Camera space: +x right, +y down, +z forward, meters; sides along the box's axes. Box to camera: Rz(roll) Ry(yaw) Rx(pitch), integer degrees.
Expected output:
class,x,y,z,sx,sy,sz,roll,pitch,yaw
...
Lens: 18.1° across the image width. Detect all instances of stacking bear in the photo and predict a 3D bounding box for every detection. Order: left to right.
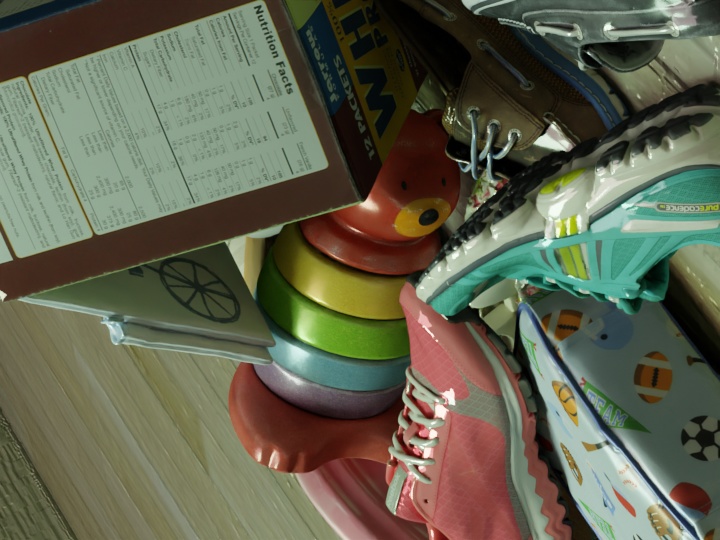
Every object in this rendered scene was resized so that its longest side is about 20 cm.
class,x,y,z,sx,sy,sz,roll,pitch,yaw
stacking bear,0.000,0.000,1.270,0.114,0.121,0.201,54,136,47

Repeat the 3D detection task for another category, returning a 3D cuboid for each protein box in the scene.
class,x,y,z,sx,sy,sz,roll,pitch,yaw
protein box,-0.092,-0.106,1.156,0.199,0.199,0.135,-65,-43,-63

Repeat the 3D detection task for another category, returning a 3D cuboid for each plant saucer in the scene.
class,x,y,z,sx,sy,sz,roll,pitch,yaw
plant saucer,0.050,0.148,1.362,0.200,0.051,0.201,36,-168,-9

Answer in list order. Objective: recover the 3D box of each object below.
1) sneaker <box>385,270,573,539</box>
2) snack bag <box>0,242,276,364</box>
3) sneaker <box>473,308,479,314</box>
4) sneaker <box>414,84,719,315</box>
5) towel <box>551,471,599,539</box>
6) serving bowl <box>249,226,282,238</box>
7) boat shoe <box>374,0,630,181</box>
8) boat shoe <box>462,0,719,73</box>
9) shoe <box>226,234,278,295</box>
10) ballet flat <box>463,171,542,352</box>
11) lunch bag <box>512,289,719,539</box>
class,x,y,z,sx,sy,sz,roll,pitch,yaw
sneaker,0.049,0.093,1.189,0.074,0.087,0.201,45,161,55
snack bag,-0.156,-0.027,1.243,0.021,0.199,0.189,-55,44,27
sneaker,0.030,0.031,1.393,0.073,0.077,0.200,22,-158,-36
sneaker,0.104,-0.012,1.035,0.200,0.078,0.080,-23,105,44
towel,0.137,0.163,1.378,0.147,0.022,0.201,34,145,59
serving bowl,-0.054,-0.123,1.359,0.200,0.066,0.201,-13,-90,-68
boat shoe,0.075,-0.079,1.125,0.200,0.072,0.072,56,160,27
boat shoe,0.106,-0.119,0.991,0.200,0.072,0.068,-1,112,64
shoe,-0.069,-0.039,1.432,0.070,0.053,0.201,47,-142,-53
ballet flat,0.081,0.022,1.249,0.076,0.064,0.201,40,147,53
lunch bag,0.147,0.096,1.158,0.200,0.075,0.160,58,168,25
